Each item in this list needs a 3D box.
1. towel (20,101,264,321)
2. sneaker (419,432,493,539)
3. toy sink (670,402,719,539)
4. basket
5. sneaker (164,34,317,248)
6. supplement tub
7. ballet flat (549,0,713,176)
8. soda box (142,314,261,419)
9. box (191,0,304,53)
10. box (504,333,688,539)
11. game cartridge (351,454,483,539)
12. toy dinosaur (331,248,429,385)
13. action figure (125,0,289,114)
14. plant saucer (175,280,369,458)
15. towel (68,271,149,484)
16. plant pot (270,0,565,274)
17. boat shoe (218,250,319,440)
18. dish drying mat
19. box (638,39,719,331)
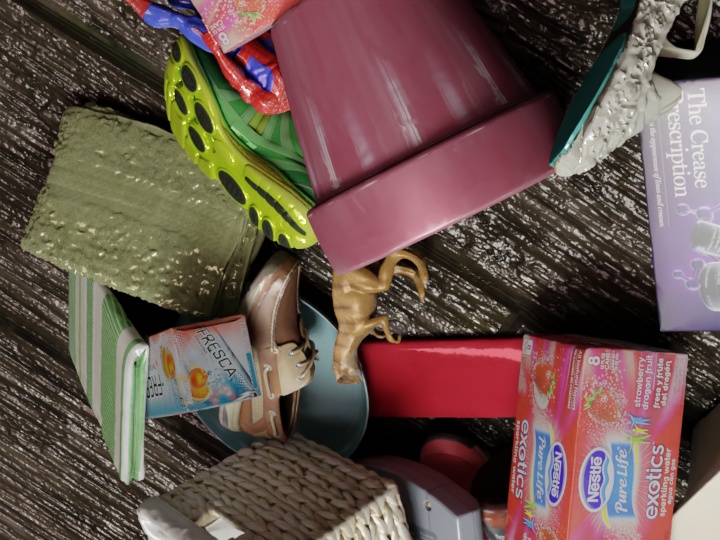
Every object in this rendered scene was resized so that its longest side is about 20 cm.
[{"bbox_3d":[-0.176,-0.049,1.072,0.199,0.036,0.149,18,86,8],"label":"towel"},{"bbox_3d":[0.094,0.240,1.158,0.073,0.087,0.201,-3,119,21],"label":"sneaker"},{"bbox_3d":[0.337,0.158,1.001,0.130,0.112,0.200,34,121,-2],"label":"toy sink"},{"bbox_3d":[-0.056,0.270,1.092,0.198,0.160,0.201,17,129,52],"label":"basket"},{"bbox_3d":[-0.085,-0.105,1.025,0.200,0.083,0.074,51,140,8],"label":"sneaker"},{"bbox_3d":[0.181,0.251,1.121,0.107,0.107,0.200,-18,113,29],"label":"supplement tub"},{"bbox_3d":[0.189,-0.144,0.833,0.072,0.201,0.072,23,168,5],"label":"ballet flat"},{"bbox_3d":[-0.148,0.084,1.067,0.200,0.063,0.069,160,99,-66],"label":"soda box"},{"bbox_3d":[-0.031,-0.248,0.893,0.199,0.095,0.103,-24,105,31],"label":"box"},{"bbox_3d":[0.180,0.153,0.996,0.095,0.100,0.201,5,92,-22],"label":"box"},{"bbox_3d":[0.043,0.235,1.135,0.200,0.040,0.134,9,112,56],"label":"game cartridge"},{"bbox_3d":[0.000,0.000,1.052,0.106,0.060,0.201,-6,98,-3],"label":"toy dinosaur"},{"bbox_3d":[-0.104,-0.180,0.987,0.200,0.065,0.052,39,133,-4],"label":"action figure"},{"bbox_3d":[-0.078,0.094,1.158,0.199,0.027,0.201,13,121,22],"label":"plant saucer"},{"bbox_3d":[-0.225,0.070,1.130,0.023,0.200,0.153,-8,125,-23],"label":"towel"},{"bbox_3d":[0.031,-0.118,0.908,0.200,0.200,0.180,-25,94,31],"label":"plant pot"},{"bbox_3d":[-0.068,0.067,1.081,0.072,0.076,0.200,23,134,10],"label":"boat shoe"},{"bbox_3d":[0.061,0.094,1.123,0.199,0.018,0.077,-2,116,23],"label":"dish drying mat"},{"bbox_3d":[0.277,-0.060,0.911,0.141,0.079,0.201,-3,119,19],"label":"box"}]
